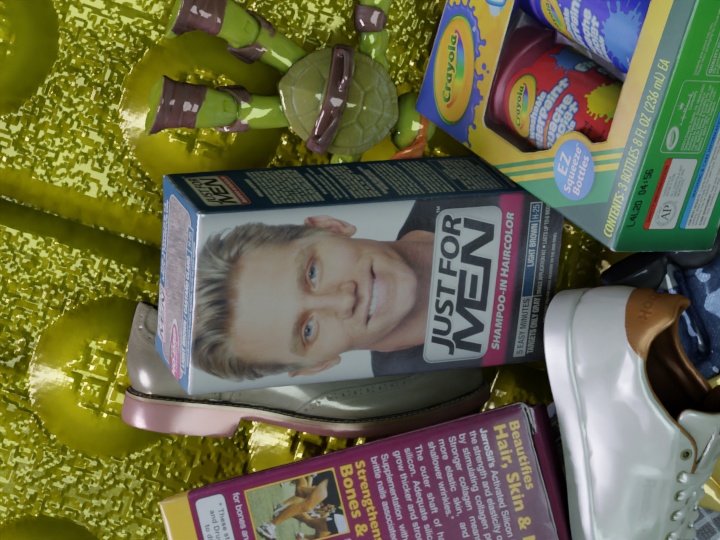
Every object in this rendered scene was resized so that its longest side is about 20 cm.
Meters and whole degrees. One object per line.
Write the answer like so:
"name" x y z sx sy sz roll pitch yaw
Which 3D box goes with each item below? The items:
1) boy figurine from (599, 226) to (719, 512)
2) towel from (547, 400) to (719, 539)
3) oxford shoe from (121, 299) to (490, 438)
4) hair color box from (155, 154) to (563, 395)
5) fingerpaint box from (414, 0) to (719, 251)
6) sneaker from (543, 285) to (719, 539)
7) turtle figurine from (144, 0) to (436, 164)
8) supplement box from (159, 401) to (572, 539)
"boy figurine" 0.192 0.079 1.223 0.124 0.064 0.201 -24 96 4
"towel" 0.191 0.115 1.305 0.200 0.086 0.166 -38 107 1
"oxford shoe" -0.027 0.048 1.255 0.199 0.071 0.074 0 98 -12
"hair color box" 0.000 0.000 1.198 0.199 0.061 0.101 -5 114 -21
"fingerpaint box" 0.123 -0.134 1.141 0.073 0.167 0.201 -1 118 -38
"sneaker" 0.150 0.105 1.172 0.084 0.073 0.201 -5 107 30
"turtle figurine" -0.027 -0.081 1.221 0.160 0.064 0.201 13 101 -13
"supplement box" 0.013 0.153 1.219 0.199 0.103 0.132 -14 86 9
